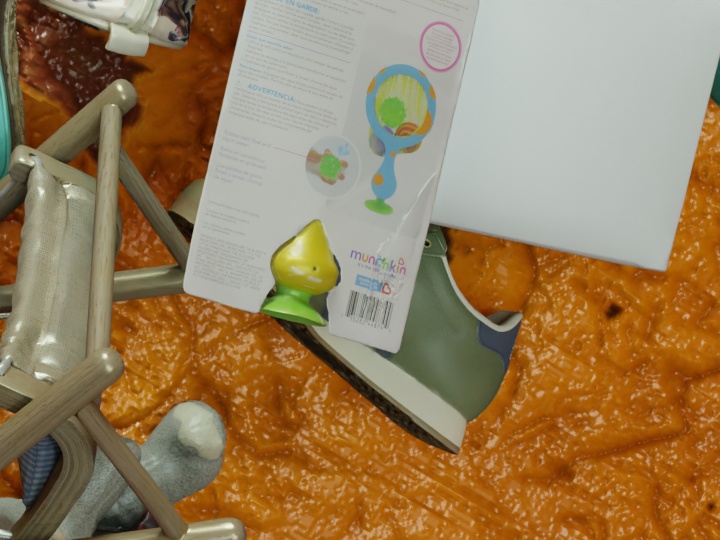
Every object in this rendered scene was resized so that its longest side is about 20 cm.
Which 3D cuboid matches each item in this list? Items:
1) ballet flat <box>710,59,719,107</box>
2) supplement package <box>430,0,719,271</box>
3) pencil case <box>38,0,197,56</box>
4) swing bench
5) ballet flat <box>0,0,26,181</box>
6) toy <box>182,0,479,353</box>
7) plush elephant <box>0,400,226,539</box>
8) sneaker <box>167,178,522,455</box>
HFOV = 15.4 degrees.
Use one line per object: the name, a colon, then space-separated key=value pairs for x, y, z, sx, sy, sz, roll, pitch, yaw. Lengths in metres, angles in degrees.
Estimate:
ballet flat: x=0.196 y=-0.185 z=1.376 sx=0.068 sy=0.068 sz=0.201 roll=-21 pitch=106 yaw=-24
supplement package: x=0.063 y=-0.100 z=1.326 sx=0.199 sy=0.111 sz=0.157 roll=12 pitch=96 yaw=-18
pencil case: x=-0.085 y=-0.200 z=1.274 sx=0.077 sy=0.089 sz=0.201 roll=23 pitch=94 yaw=-20
swing bench: x=-0.163 y=0.052 z=1.194 sx=0.199 sy=0.199 sz=0.130 roll=-22 pitch=126 yaw=15
ballet flat: x=-0.193 y=-0.133 z=1.266 sx=0.070 sy=0.065 sz=0.201 roll=1 pitch=99 yaw=-16
toy: x=-0.017 y=-0.073 z=1.217 sx=0.115 sy=0.047 sz=0.201 roll=17 pitch=79 yaw=-28
plush elephant: x=-0.119 y=0.172 z=1.295 sx=0.199 sy=0.155 sz=0.166 roll=-14 pitch=104 yaw=-14
sneaker: x=0.000 y=0.000 z=1.353 sx=0.200 sy=0.067 sz=0.090 roll=41 pitch=79 yaw=-19
